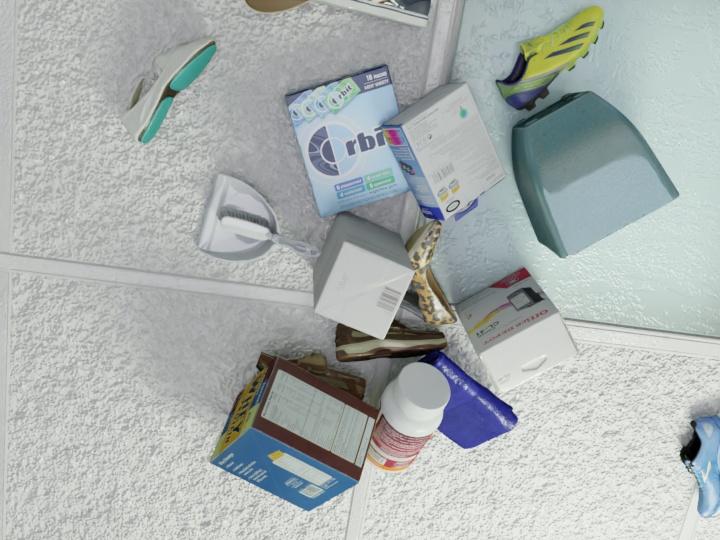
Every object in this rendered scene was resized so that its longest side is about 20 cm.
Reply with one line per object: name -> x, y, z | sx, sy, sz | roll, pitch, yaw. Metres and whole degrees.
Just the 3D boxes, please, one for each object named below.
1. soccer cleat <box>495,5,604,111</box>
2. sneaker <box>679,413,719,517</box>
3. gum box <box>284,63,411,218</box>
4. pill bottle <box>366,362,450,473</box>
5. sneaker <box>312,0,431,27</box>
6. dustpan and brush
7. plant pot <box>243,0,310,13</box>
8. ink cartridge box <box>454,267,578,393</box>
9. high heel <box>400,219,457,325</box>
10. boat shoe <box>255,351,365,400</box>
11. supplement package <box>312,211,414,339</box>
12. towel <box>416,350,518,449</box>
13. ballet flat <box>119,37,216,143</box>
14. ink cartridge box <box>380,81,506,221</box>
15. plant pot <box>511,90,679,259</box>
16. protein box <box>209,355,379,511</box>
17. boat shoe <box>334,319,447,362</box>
soccer cleat -> 0.295, -0.341, 1.277 | 0.084, 0.065, 0.200 | 40, 101, -13
sneaker -> 0.641, 0.365, 1.538 | 0.088, 0.079, 0.203 | -1, 100, 4
gum box -> -0.013, -0.206, 1.308 | 0.168, 0.045, 0.202 | -17, 109, 0
pill bottle -> 0.075, 0.250, 1.391 | 0.108, 0.110, 0.201 | 16, 136, -9
sneaker -> 0.015, -0.418, 1.216 | 0.198, 0.078, 0.080 | 3, 107, -27
dustpan and brush -> -0.159, -0.063, 1.335 | 0.198, 0.057, 0.141 | 16, 106, -10
plant pot -> -0.109, -0.481, 1.150 | 0.199, 0.200, 0.135 | -31, 81, 6
ink cartridge box -> 0.250, 0.093, 1.344 | 0.147, 0.200, 0.086 | -29, 108, 5
high heel -> 0.130, 0.006, 1.354 | 0.141, 0.072, 0.201 | 25, 133, -6
boat shoe -> -0.082, 0.183, 1.424 | 0.198, 0.076, 0.075 | 24, 73, -5
supplement package -> 0.000, 0.000, 1.294 | 0.119, 0.200, 0.122 | 22, 106, -10
towel -> 0.164, 0.228, 1.446 | 0.200, 0.050, 0.147 | 40, 134, -15
ballet flat -> -0.302, -0.288, 1.254 | 0.069, 0.070, 0.200 | 37, 103, -15
ink cartridge box -> 0.138, -0.173, 1.290 | 0.136, 0.076, 0.201 | -35, 111, -16
plant pot -> 0.336, -0.164, 1.279 | 0.194, 0.196, 0.201 | -29, 98, 6
protein box -> -0.111, 0.278, 1.366 | 0.199, 0.136, 0.199 | 30, 141, -13
boat shoe -> 0.053, 0.109, 1.403 | 0.200, 0.075, 0.076 | -2, 73, -21
